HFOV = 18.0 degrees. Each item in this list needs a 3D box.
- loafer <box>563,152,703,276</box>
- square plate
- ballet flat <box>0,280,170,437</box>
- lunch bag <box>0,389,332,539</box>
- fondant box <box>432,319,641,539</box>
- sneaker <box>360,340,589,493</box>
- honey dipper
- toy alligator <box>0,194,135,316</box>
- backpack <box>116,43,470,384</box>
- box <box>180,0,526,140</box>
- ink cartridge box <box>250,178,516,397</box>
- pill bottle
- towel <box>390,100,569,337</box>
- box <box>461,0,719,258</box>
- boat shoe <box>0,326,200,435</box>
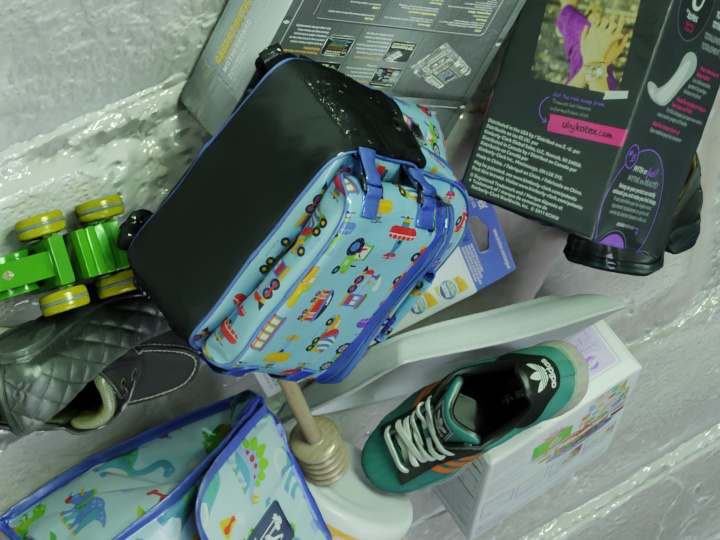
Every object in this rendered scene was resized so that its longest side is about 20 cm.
[{"bbox_3d":[0.203,-0.045,1.687,0.200,0.072,0.073,-30,132,-63],"label":"loafer"},{"bbox_3d":[0.062,0.059,1.640,0.199,0.029,0.198,-13,171,-31],"label":"square plate"},{"bbox_3d":[-0.160,0.042,1.423,0.200,0.066,0.057,-28,117,-46],"label":"ballet flat"},{"bbox_3d":[-0.119,0.200,1.578,0.199,0.127,0.171,-33,124,-15],"label":"lunch bag"},{"bbox_3d":[0.136,0.127,1.797,0.144,0.058,0.200,-31,163,-15],"label":"fondant box"},{"bbox_3d":[0.066,0.105,1.632,0.199,0.072,0.080,-32,165,32],"label":"sneaker"},{"bbox_3d":[-0.044,0.094,1.570,0.038,0.038,0.200,-36,151,-7],"label":"honey dipper"},{"bbox_3d":[-0.198,-0.001,1.380,0.199,0.060,0.054,-18,-179,-32],"label":"toy alligator"},{"bbox_3d":[-0.017,-0.022,1.380,0.183,0.135,0.200,-49,149,18],"label":"backpack"},{"bbox_3d":[0.005,-0.151,1.412,0.199,0.048,0.159,0,130,-44],"label":"box"},{"bbox_3d":[0.000,0.000,1.544,0.199,0.042,0.120,-25,140,1],"label":"ink cartridge box"},{"bbox_3d":[-0.054,0.233,1.726,0.112,0.112,0.201,5,125,-47],"label":"pill bottle"},{"bbox_3d":[0.085,-0.037,1.634,0.190,0.032,0.201,-4,131,-44],"label":"towel"},{"bbox_3d":[0.162,-0.123,1.483,0.122,0.106,0.201,11,100,-60],"label":"box"},{"bbox_3d":[-0.180,0.075,1.465,0.200,0.066,0.072,0,129,-44],"label":"boat shoe"}]
